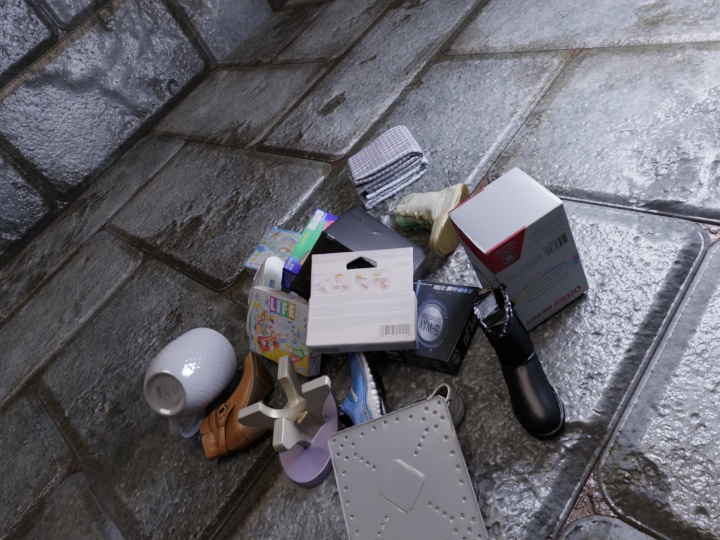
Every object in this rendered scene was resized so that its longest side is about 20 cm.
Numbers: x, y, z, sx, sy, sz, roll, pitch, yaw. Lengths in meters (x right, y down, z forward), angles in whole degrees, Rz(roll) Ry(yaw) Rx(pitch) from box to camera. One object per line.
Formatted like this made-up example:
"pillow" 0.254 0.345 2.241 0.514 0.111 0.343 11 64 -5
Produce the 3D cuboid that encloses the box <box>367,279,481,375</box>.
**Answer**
"box" 0.116 0.097 1.053 0.197 0.044 0.162 7 54 41

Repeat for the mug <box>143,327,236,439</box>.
"mug" -0.348 0.238 1.143 0.144 0.205 0.175 3 12 10

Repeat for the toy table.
"toy table" -0.111 0.257 0.999 0.182 0.118 0.201 -31 38 5

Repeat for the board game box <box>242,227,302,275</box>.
"board game box" -0.192 -0.036 1.423 0.197 0.034 0.135 13 59 43

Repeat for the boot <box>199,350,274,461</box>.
"boot" -0.251 0.265 1.131 0.153 0.074 0.202 -32 36 9

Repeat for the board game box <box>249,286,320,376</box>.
"board game box" -0.154 0.119 1.161 0.197 0.034 0.138 13 101 44

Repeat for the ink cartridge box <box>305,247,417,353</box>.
"ink cartridge box" 0.004 0.055 1.025 0.195 0.045 0.180 -4 64 11

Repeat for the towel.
"towel" 0.060 -0.270 1.436 0.197 0.086 0.167 -30 38 7

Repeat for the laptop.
"laptop" 0.000 0.000 1.108 0.185 0.116 0.202 33 96 11

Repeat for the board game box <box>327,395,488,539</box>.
"board game box" 0.063 0.312 0.824 0.197 0.026 0.204 -23 65 15

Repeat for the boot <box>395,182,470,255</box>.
"boot" 0.142 -0.105 1.218 0.152 0.073 0.202 -3 43 33

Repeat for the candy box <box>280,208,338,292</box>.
"candy box" -0.040 -0.009 1.171 0.197 0.078 0.171 25 58 3

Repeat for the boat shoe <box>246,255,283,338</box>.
"boat shoe" -0.224 0.069 1.311 0.071 0.069 0.205 -27 48 56

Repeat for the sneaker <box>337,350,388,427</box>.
"sneaker" -0.005 0.222 0.987 0.088 0.079 0.202 -24 40 9

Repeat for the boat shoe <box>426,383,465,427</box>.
"boat shoe" 0.086 0.263 0.884 0.070 0.070 0.201 16 61 44

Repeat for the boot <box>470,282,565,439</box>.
"boot" 0.230 0.128 0.841 0.072 0.163 0.201 -24 39 15

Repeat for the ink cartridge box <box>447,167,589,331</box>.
"ink cartridge box" 0.265 -0.031 0.950 0.144 0.201 0.145 -32 36 1

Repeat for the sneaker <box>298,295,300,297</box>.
"sneaker" -0.087 0.060 1.231 0.086 0.075 0.203 -18 51 4
